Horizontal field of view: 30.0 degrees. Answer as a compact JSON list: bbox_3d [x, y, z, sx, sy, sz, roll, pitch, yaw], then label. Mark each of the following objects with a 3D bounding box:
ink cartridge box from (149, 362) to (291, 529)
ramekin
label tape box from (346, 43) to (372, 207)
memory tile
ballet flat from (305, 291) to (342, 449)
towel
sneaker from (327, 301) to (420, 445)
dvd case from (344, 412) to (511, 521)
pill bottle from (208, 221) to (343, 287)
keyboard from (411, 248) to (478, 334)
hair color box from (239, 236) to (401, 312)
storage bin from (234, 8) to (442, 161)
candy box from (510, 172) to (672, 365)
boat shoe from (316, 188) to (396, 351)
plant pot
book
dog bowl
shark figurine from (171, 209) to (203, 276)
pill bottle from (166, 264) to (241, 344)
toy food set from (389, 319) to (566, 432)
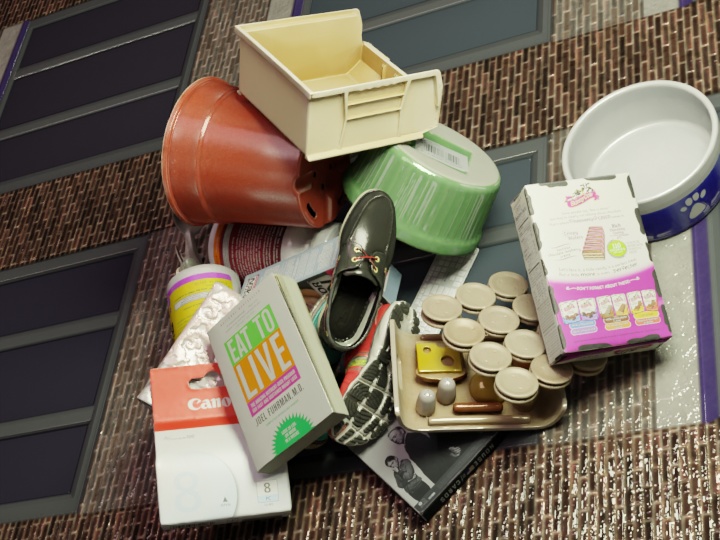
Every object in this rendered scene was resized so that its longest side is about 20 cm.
[{"bbox_3d":[-0.173,0.207,1.643,0.158,0.047,0.203,-5,74,-9],"label":"ink cartridge box"},{"bbox_3d":[0.085,-0.117,1.730,0.098,0.198,0.201,-62,36,27],"label":"ramekin"},{"bbox_3d":[0.003,-0.192,1.858,0.143,0.200,0.064,-28,43,9],"label":"label tape box"},{"bbox_3d":[0.176,0.076,1.568,0.152,0.017,0.200,-18,43,-27],"label":"memory tile"},{"bbox_3d":[-0.062,0.124,1.679,0.075,0.067,0.202,-15,61,52],"label":"ballet flat"},{"bbox_3d":[-0.155,0.143,1.711,0.199,0.032,0.192,35,72,0],"label":"towel"},{"bbox_3d":[0.008,0.129,1.648,0.084,0.077,0.201,-9,45,50],"label":"sneaker"},{"bbox_3d":[0.066,0.189,1.620,0.150,0.025,0.200,-45,46,-8],"label":"dvd case"},{"bbox_3d":[-0.104,-0.028,1.852,0.198,0.113,0.114,5,57,36],"label":"pill bottle"},{"bbox_3d":[0.092,0.048,1.736,0.056,0.011,0.201,8,59,37],"label":"keyboard"},{"bbox_3d":[-0.055,0.027,1.749,0.199,0.099,0.061,-22,38,36],"label":"hair color box"},{"bbox_3d":[-0.027,-0.237,1.673,0.197,0.095,0.200,-15,38,-28],"label":"storage bin"},{"bbox_3d":[0.262,-0.003,1.536,0.135,0.061,0.202,-7,73,-14],"label":"candy box"},{"bbox_3d":[0.003,0.001,1.624,0.063,0.073,0.204,-170,98,-75],"label":"boat shoe"},{"bbox_3d":[-0.126,-0.143,1.766,0.193,0.201,0.202,11,60,26],"label":"plant pot"},{"bbox_3d":[-0.104,0.125,1.627,0.133,0.048,0.201,-39,58,22],"label":"book"},{"bbox_3d":[0.356,-0.136,1.673,0.198,0.079,0.202,-17,46,19],"label":"dog bowl"},{"bbox_3d":[-0.226,-0.006,1.959,0.088,0.130,0.215,-6,27,-4],"label":"shark figurine"},{"bbox_3d":[-0.198,0.100,1.797,0.103,0.104,0.202,-22,59,15],"label":"pill bottle"},{"bbox_3d":[0.134,0.112,1.572,0.197,0.061,0.145,0,47,-3],"label":"toy food set"}]
